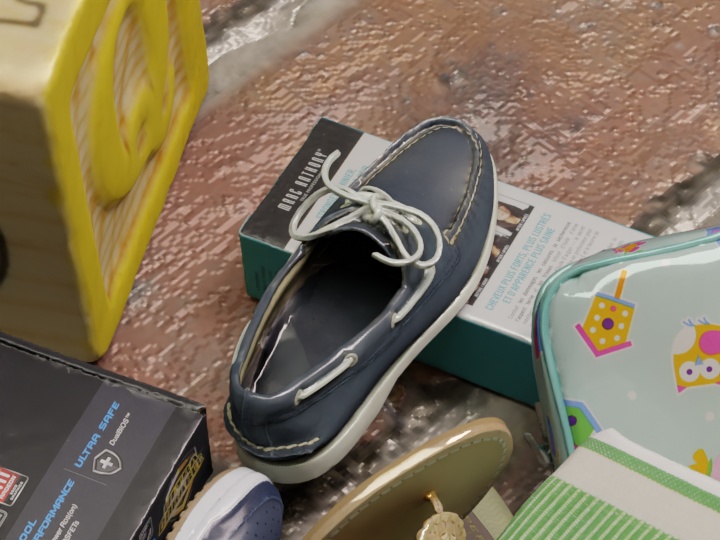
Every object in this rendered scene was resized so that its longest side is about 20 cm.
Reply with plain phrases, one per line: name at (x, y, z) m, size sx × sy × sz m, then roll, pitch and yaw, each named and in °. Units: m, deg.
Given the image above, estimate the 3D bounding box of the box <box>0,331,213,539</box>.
box at (-0.191, 0.110, 1.164) m, size 0.198 × 0.050 × 0.200 m, roll 20°, pitch 55°, yaw 16°

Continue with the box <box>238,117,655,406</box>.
box at (0.050, 0.003, 1.308) m, size 0.199 × 0.049 × 0.082 m, roll 21°, pitch 55°, yaw 20°

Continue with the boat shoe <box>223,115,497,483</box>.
boat shoe at (0.000, 0.000, 1.242) m, size 0.075 × 0.062 × 0.200 m, roll 23°, pitch 58°, yaw 25°

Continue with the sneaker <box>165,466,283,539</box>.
sneaker at (-0.045, 0.178, 1.152) m, size 0.108 × 0.070 × 0.200 m, roll 13°, pitch 59°, yaw 20°

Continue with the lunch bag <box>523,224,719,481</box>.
lunch bag at (0.170, 0.059, 1.201) m, size 0.199 × 0.077 × 0.161 m, roll -12°, pitch 90°, yaw -3°

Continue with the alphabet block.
alphabet block at (-0.196, -0.100, 1.319) m, size 0.199 × 0.196 × 0.197 m, roll 9°, pitch 53°, yaw 12°

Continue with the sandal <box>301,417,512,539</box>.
sandal at (-0.012, 0.146, 1.087) m, size 0.211 × 0.078 × 0.070 m, roll -33°, pitch 59°, yaw -7°

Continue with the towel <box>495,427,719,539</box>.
towel at (0.082, 0.162, 1.055) m, size 0.152 × 0.023 × 0.200 m, roll 25°, pitch 75°, yaw 43°

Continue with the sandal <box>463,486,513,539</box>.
sandal at (0.081, 0.140, 1.128) m, size 0.080 × 0.057 × 0.201 m, roll 7°, pitch 38°, yaw -51°
